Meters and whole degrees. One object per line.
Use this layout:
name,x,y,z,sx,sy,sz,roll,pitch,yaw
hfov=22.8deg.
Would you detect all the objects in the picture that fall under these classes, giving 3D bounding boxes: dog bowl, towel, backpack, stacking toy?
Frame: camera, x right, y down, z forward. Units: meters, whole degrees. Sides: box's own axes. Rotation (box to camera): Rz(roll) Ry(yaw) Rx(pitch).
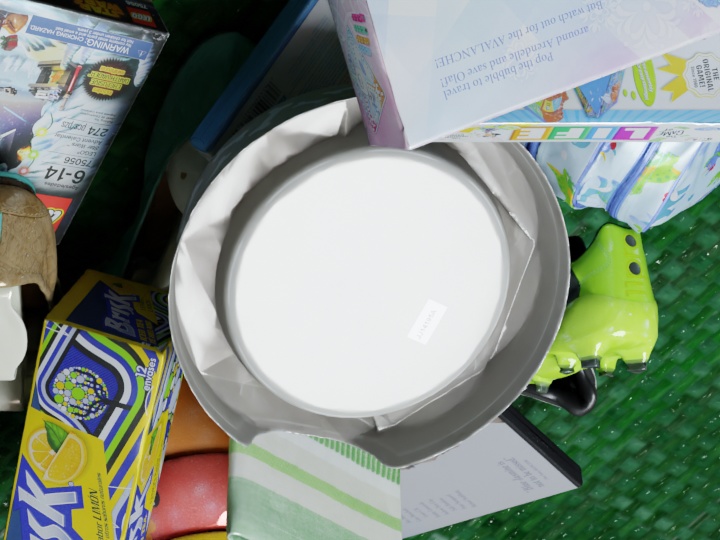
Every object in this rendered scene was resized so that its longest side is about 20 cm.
dog bowl,0.000,0.000,0.877,0.200,0.059,0.200,-6,115,-13
towel,-0.026,0.077,0.988,0.023,0.200,0.153,-21,144,29
backpack,0.153,-0.102,0.906,0.200,0.154,0.163,-6,142,-44
stacking toy,-0.082,0.154,1.005,0.146,0.200,0.146,-6,150,-4

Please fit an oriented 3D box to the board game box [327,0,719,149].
board game box,0.069,-0.174,0.715,0.200,0.043,0.199,-21,103,-20

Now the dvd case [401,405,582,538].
dvd case,0.023,0.132,1.142,0.200,0.018,0.143,-20,143,24

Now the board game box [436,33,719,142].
board game box,0.096,-0.158,0.805,0.134,0.200,0.034,0,170,-2

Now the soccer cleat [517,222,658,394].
soccer cleat,0.089,0.024,0.963,0.067,0.081,0.200,8,166,-31

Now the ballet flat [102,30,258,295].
ballet flat,-0.086,-0.028,0.938,0.067,0.070,0.200,9,125,-24

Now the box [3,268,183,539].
box,-0.141,0.107,0.925,0.064,0.070,0.200,16,114,4

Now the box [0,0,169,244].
box,-0.208,-0.087,0.836,0.200,0.040,0.137,9,127,-35

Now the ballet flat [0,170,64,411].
ballet flat,-0.177,0.027,0.900,0.068,0.072,0.200,1,153,-7

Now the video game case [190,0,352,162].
video game case,0.012,-0.069,0.944,0.143,0.018,0.200,-55,135,-9

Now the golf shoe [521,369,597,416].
golf shoe,0.077,0.025,1.067,0.200,0.092,0.073,27,115,-42
